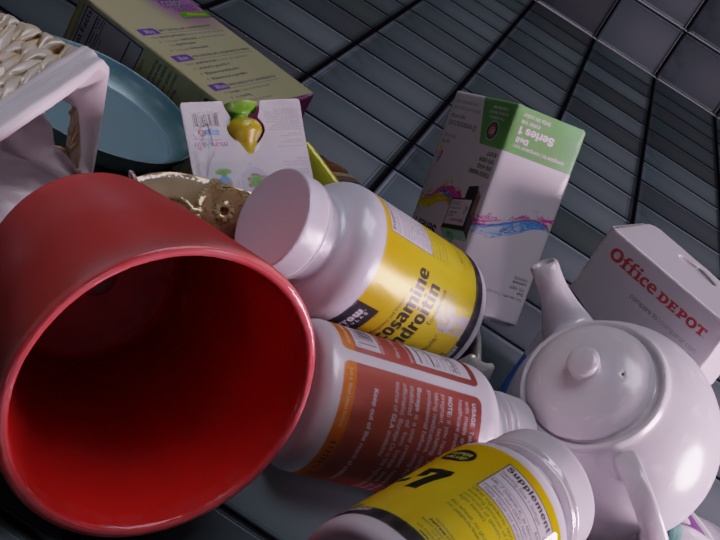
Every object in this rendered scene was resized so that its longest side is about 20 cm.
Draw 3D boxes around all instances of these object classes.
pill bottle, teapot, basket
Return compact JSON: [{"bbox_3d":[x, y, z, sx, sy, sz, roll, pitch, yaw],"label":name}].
[{"bbox_3d":[0.000,0.000,0.958,0.199,0.112,0.112,29,20,-41],"label":"pill bottle"},{"bbox_3d":[0.195,0.116,0.995,0.198,0.198,0.147,18,-28,33],"label":"teapot"},{"bbox_3d":[0.063,0.180,0.804,0.114,0.115,0.199,43,37,23],"label":"pill bottle"},{"bbox_3d":[-0.283,-0.081,0.850,0.123,0.136,0.200,29,41,9],"label":"basket"},{"bbox_3d":[0.031,0.114,0.929,0.198,0.113,0.113,19,27,-27],"label":"pill bottle"}]

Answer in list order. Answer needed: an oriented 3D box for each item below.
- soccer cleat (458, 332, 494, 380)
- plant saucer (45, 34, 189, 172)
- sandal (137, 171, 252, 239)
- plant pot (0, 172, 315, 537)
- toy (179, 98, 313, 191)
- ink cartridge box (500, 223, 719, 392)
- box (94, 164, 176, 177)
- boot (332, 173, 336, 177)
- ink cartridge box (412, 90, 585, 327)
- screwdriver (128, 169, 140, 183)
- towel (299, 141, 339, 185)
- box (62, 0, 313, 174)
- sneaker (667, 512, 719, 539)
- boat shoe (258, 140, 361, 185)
[{"bbox_3d":[0.072,0.054,1.118,0.069,0.087,0.201,18,28,-28],"label":"soccer cleat"},{"bbox_3d":[-0.239,-0.144,1.080,0.199,0.028,0.201,28,24,-13],"label":"plant saucer"},{"bbox_3d":[-0.096,-0.043,0.970,0.210,0.069,0.079,8,71,-38],"label":"sandal"},{"bbox_3d":[-0.152,0.036,0.786,0.199,0.202,0.177,14,19,-34],"label":"plant pot"},{"bbox_3d":[-0.092,-0.045,1.058,0.114,0.047,0.203,-6,84,-31],"label":"toy"},{"bbox_3d":[0.246,0.077,1.141,0.145,0.201,0.084,43,27,25],"label":"ink cartridge box"},{"bbox_3d":[-0.236,-0.068,1.031,0.198,0.050,0.200,39,25,11],"label":"box"},{"bbox_3d":[-0.034,-0.027,1.123,0.200,0.108,0.075,42,24,16],"label":"boot"},{"bbox_3d":[0.122,-0.063,1.218,0.083,0.202,0.145,17,6,-23],"label":"ink cartridge box"},{"bbox_3d":[-0.141,-0.012,0.920,0.029,0.028,0.201,23,-27,32],"label":"screwdriver"},{"bbox_3d":[-0.019,-0.010,1.083,0.201,0.086,0.018,53,6,11],"label":"towel"},{"bbox_3d":[-0.180,-0.189,1.260,0.199,0.097,0.176,38,25,11],"label":"box"},{"bbox_3d":[0.297,0.266,1.002,0.139,0.078,0.201,26,26,-11],"label":"sneaker"},{"bbox_3d":[-0.084,-0.094,1.242,0.199,0.072,0.068,16,23,-52],"label":"boat shoe"}]
